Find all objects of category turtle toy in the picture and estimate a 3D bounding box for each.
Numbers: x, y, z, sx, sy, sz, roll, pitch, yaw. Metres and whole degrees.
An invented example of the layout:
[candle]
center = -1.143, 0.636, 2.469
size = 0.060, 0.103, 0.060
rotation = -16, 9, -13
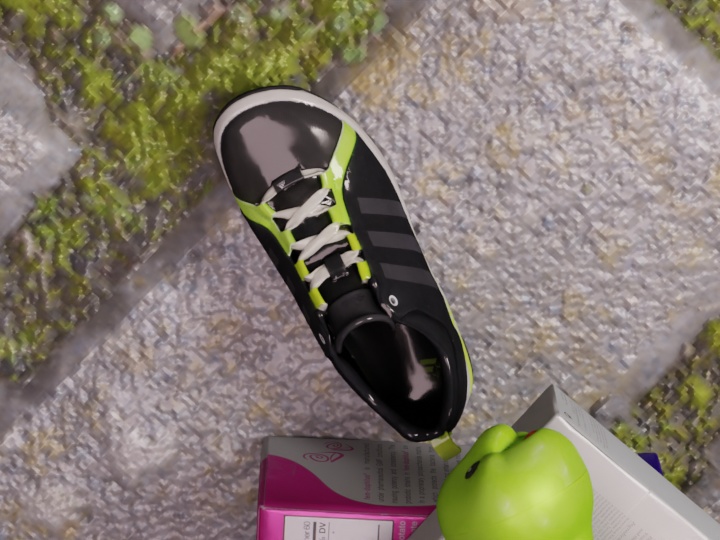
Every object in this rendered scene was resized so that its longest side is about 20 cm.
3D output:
[turtle toy]
center = 0.072, 0.165, 1.234
size = 0.101, 0.146, 0.200
rotation = 15, 106, 18

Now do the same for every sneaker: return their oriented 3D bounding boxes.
[sneaker]
center = 0.000, 0.000, 1.360
size = 0.072, 0.083, 0.200
rotation = -32, 104, 8

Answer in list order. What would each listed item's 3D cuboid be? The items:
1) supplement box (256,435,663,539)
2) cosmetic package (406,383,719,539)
[supplement box]
center = 0.047, 0.146, 1.394
size = 0.200, 0.101, 0.103
rotation = 4, 106, -1
[cosmetic package]
center = 0.080, 0.176, 1.323
size = 0.151, 0.052, 0.200
rotation = 41, 102, -9
